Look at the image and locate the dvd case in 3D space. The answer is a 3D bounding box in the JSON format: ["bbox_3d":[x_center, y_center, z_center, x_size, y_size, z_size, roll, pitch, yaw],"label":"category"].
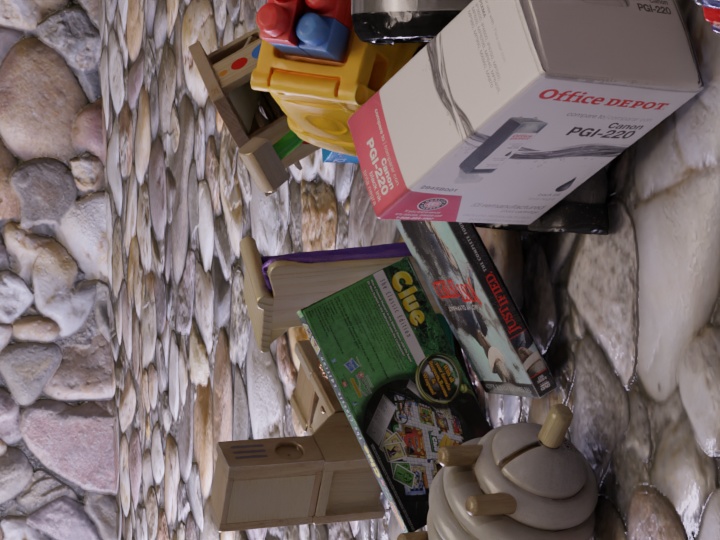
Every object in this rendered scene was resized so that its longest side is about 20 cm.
[{"bbox_3d":[0.080,0.007,1.529,0.201,0.022,0.146,61,168,-6],"label":"dvd case"}]

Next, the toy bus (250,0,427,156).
[{"bbox_3d":[-0.012,-0.212,1.551,0.192,0.135,0.202,32,-108,-61],"label":"toy bus"}]

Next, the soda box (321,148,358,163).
[{"bbox_3d":[0.017,-0.160,1.738,0.200,0.063,0.069,134,133,-66],"label":"soda box"}]

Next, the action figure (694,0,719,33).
[{"bbox_3d":[0.248,-0.198,1.064,0.199,0.104,0.195,26,127,41],"label":"action figure"}]

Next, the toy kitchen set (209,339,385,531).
[{"bbox_3d":[-0.071,0.126,1.930,0.200,0.179,0.165,-121,35,-52],"label":"toy kitchen set"}]

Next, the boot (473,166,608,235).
[{"bbox_3d":[0.134,-0.095,1.456,0.199,0.069,0.133,5,93,62],"label":"boot"}]

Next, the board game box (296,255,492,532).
[{"bbox_3d":[0.037,0.101,1.579,0.202,0.104,0.023,64,166,1],"label":"board game box"}]

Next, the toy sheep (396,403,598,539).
[{"bbox_3d":[0.109,0.178,1.422,0.139,0.137,0.201,-108,34,-44],"label":"toy sheep"}]

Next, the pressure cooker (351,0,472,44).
[{"bbox_3d":[0.075,-0.268,1.431,0.176,0.177,0.202,-165,74,-76],"label":"pressure cooker"}]

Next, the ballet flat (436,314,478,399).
[{"bbox_3d":[0.067,0.108,1.684,0.069,0.067,0.201,93,176,-48],"label":"ballet flat"}]

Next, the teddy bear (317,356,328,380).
[{"bbox_3d":[0.015,0.087,1.778,0.201,0.066,0.146,67,-158,-54],"label":"teddy bear"}]

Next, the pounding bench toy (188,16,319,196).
[{"bbox_3d":[-0.056,-0.166,1.888,0.125,0.155,0.200,61,-179,-35],"label":"pounding bench toy"}]

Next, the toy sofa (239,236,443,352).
[{"bbox_3d":[0.000,0.000,1.658,0.083,0.198,0.098,-110,19,-48],"label":"toy sofa"}]

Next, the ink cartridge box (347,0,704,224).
[{"bbox_3d":[0.108,-0.112,1.293,0.200,0.145,0.086,-42,57,46],"label":"ink cartridge box"}]
